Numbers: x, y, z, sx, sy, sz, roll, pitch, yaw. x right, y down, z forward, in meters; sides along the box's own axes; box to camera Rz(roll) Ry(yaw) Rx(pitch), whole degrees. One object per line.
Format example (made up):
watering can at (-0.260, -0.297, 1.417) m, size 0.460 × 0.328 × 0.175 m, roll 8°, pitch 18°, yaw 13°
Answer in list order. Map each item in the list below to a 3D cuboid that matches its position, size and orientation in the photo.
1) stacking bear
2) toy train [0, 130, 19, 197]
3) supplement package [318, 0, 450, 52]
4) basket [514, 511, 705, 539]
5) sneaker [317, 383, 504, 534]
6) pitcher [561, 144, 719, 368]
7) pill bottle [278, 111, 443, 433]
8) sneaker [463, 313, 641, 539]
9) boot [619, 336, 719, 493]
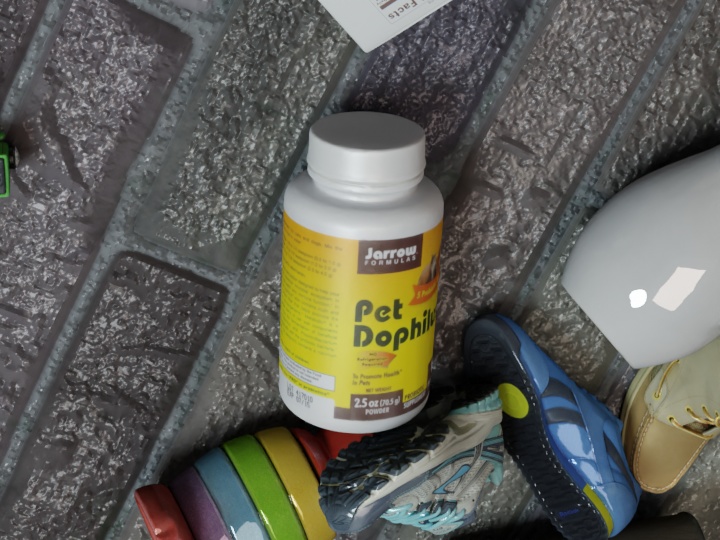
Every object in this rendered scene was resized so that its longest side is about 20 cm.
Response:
stacking bear at (-0.052, 0.163, 1.130) m, size 0.198 × 0.114 × 0.123 m, roll -25°, pitch 117°, yaw -12°
toy train at (-0.317, -0.063, 0.994) m, size 0.197 × 0.057 × 0.042 m, roll -4°, pitch 116°, yaw -11°
supplement package at (-0.010, -0.252, 0.925) m, size 0.109 × 0.114 × 0.200 m, roll -27°, pitch 122°, yaw 33°
basket at (0.155, 0.273, 1.216) m, size 0.197 × 0.136 × 0.183 m, roll 1°, pitch 113°, yaw -9°
sneaker at (0.048, 0.146, 1.080) m, size 0.077 × 0.199 × 0.087 m, roll -8°, pitch 101°, yaw 38°
pitcher at (0.253, -0.010, 1.084) m, size 0.200 × 0.172 × 0.121 m, roll -41°, pitch 144°, yaw 6°
pill bottle at (0.000, 0.000, 1.064) m, size 0.108 × 0.109 × 0.202 m, roll -3°, pitch 115°, yaw -11°
sneaker at (0.147, 0.109, 1.177) m, size 0.078 × 0.066 × 0.201 m, roll -40°, pitch 104°, yaw -36°
boot at (0.265, 0.109, 1.146) m, size 0.072 × 0.156 × 0.202 m, roll 16°, pitch 113°, yaw -21°
